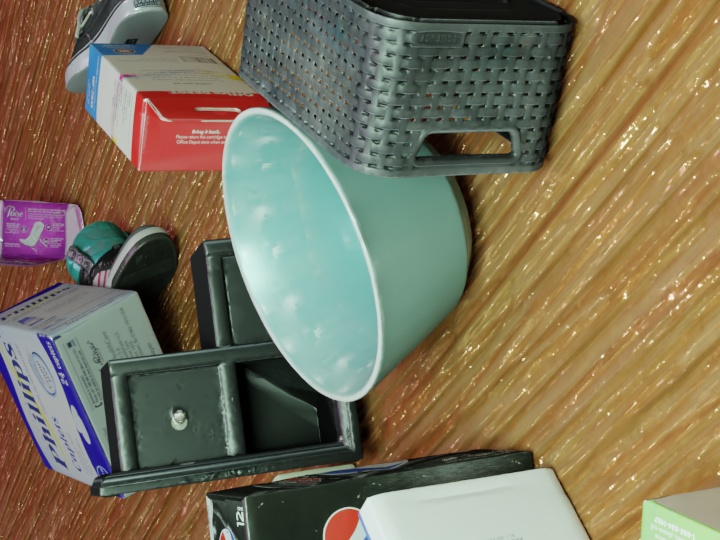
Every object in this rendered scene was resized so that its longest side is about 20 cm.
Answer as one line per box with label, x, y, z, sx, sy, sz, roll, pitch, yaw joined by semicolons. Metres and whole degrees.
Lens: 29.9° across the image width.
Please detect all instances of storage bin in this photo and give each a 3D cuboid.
storage bin;0.021;-0.138;0.832;0.200;0.135;0.094;43;130;52

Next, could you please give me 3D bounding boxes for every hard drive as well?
hard drive;0.094;0.206;0.749;0.200;0.132;0.025;65;145;34

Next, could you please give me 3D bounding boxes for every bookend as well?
bookend;-0.115;0.061;1.039;0.092;0.198;0.201;149;115;-72

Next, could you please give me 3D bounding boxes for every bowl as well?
bowl;0.000;-0.024;0.898;0.201;0.105;0.201;41;142;44

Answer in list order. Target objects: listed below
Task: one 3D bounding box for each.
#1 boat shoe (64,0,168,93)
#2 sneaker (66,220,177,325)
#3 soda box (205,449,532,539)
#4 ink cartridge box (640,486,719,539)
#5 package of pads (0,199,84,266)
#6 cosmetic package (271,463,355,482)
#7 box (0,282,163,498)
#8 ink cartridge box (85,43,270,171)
boat shoe;-0.265;-0.254;1.420;0.199;0.073;0.068;-39;64;57
sneaker;-0.256;-0.013;1.437;0.121;0.083;0.200;59;144;25
soda box;0.011;0.155;0.825;0.063;0.200;0.071;-13;82;61
ink cartridge box;0.189;0.216;0.639;0.117;0.067;0.201;19;109;59
package of pads;-0.438;-0.047;1.726;0.200;0.120;0.076;-5;84;62
cosmetic package;-0.020;0.262;1.035;0.105;0.071;0.200;-60;43;46
box;-0.277;0.117;1.380;0.200;0.105;0.184;3;119;55
ink cartridge box;-0.159;-0.139;1.193;0.200;0.116;0.067;45;131;52
